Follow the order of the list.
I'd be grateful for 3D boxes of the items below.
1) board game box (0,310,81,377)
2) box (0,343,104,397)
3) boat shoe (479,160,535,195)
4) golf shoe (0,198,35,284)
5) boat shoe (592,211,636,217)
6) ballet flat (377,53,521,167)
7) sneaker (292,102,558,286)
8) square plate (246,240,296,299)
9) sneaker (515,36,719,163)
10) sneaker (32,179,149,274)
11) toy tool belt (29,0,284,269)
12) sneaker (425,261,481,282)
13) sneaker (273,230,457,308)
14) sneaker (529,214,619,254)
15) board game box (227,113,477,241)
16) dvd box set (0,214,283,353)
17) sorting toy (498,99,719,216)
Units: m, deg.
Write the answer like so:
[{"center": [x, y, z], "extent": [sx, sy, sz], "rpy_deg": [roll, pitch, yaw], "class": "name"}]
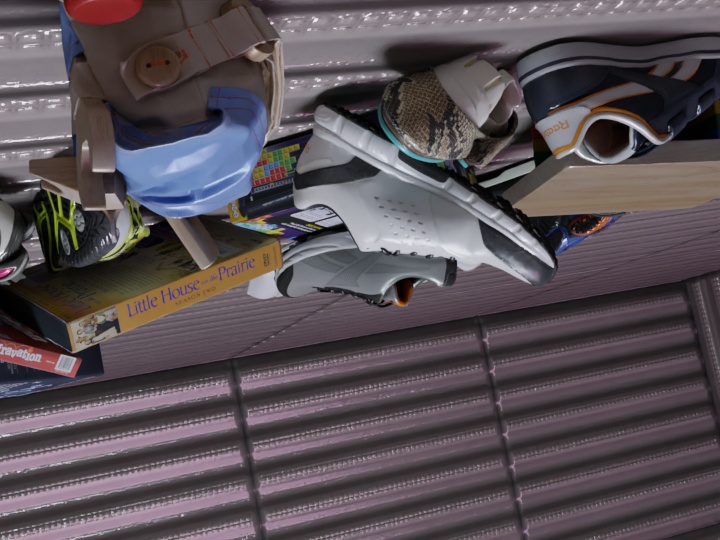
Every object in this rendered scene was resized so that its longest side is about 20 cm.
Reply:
[{"center": [-0.327, 0.033, 0.825], "extent": [0.199, 0.020, 0.103], "rpy_deg": [23, 176, 32], "class": "board game box"}, {"center": [-0.446, 0.099, 1.264], "extent": [0.148, 0.108, 0.200], "rpy_deg": [-15, 172, 23], "class": "box"}, {"center": [0.140, -0.060, 1.082], "extent": [0.199, 0.066, 0.074], "rpy_deg": [-20, 171, 31], "class": "boat shoe"}, {"center": [-0.343, -0.021, 0.745], "extent": [0.199, 0.078, 0.088], "rpy_deg": [-15, 152, 10], "class": "golf shoe"}, {"center": [0.298, -0.100, 1.012], "extent": [0.200, 0.067, 0.057], "rpy_deg": [-27, -167, 40], "class": "boat shoe"}, {"center": [0.071, -0.112, 0.695], "extent": [0.075, 0.068, 0.200], "rpy_deg": [-37, 170, 17], "class": "ballet flat"}, {"center": [0.043, -0.037, 0.708], "extent": [0.199, 0.080, 0.074], "rpy_deg": [30, -170, 4], "class": "sneaker"}, {"center": [-0.025, -0.024, 1.093], "extent": [0.199, 0.029, 0.198], "rpy_deg": [-25, 173, -12], "class": "square plate"}, {"center": [0.202, -0.120, 0.732], "extent": [0.199, 0.080, 0.078], "rpy_deg": [-9, 172, -27], "class": "sneaker"}, {"center": [-0.198, -0.043, 0.769], "extent": [0.076, 0.076, 0.200], "rpy_deg": [-16, -175, -25], "class": "sneaker"}, {"center": [-0.093, -0.072, 0.470], "extent": [0.124, 0.124, 0.200], "rpy_deg": [-11, 172, -1], "class": "toy tool belt"}, {"center": [0.077, -0.040, 1.023], "extent": [0.070, 0.080, 0.200], "rpy_deg": [-48, -172, -20], "class": "sneaker"}, {"center": [0.000, 0.000, 0.886], "extent": [0.200, 0.080, 0.074], "rpy_deg": [-17, 173, 40], "class": "sneaker"}, {"center": [0.273, -0.063, 1.276], "extent": [0.078, 0.076, 0.200], "rpy_deg": [-11, 175, -26], "class": "sneaker"}, {"center": [0.000, -0.073, 0.853], "extent": [0.165, 0.057, 0.200], "rpy_deg": [-16, 172, 16], "class": "board game box"}, {"center": [-0.186, 0.003, 0.850], "extent": [0.200, 0.030, 0.146], "rpy_deg": [-24, -153, -36], "class": "dvd box set"}, {"center": [0.236, -0.102, 0.876], "extent": [0.199, 0.070, 0.199], "rpy_deg": [-4, 172, -9], "class": "sorting toy"}]
